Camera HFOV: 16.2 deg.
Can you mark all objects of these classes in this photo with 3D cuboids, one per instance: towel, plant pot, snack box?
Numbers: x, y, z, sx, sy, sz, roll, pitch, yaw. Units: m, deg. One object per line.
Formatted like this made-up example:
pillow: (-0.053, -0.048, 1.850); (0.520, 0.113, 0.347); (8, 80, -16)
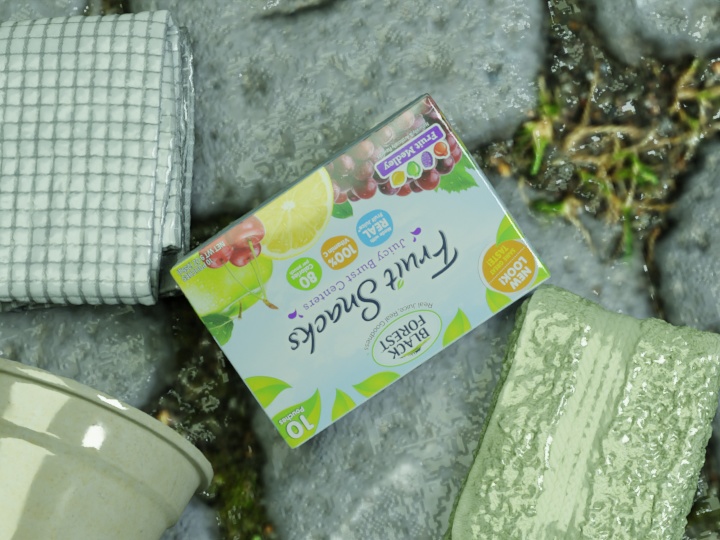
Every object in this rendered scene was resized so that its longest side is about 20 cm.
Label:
towel: (0.142, 0.117, 1.586); (0.148, 0.036, 0.200); (16, 81, 16)
towel: (-0.195, -0.068, 1.690); (0.166, 0.086, 0.200); (-2, 77, 9)
plant pot: (-0.216, 0.175, 1.555); (0.200, 0.200, 0.184); (14, 69, 17)
snack box: (0.000, 0.000, 1.617); (0.200, 0.053, 0.142); (-34, 95, 4)
